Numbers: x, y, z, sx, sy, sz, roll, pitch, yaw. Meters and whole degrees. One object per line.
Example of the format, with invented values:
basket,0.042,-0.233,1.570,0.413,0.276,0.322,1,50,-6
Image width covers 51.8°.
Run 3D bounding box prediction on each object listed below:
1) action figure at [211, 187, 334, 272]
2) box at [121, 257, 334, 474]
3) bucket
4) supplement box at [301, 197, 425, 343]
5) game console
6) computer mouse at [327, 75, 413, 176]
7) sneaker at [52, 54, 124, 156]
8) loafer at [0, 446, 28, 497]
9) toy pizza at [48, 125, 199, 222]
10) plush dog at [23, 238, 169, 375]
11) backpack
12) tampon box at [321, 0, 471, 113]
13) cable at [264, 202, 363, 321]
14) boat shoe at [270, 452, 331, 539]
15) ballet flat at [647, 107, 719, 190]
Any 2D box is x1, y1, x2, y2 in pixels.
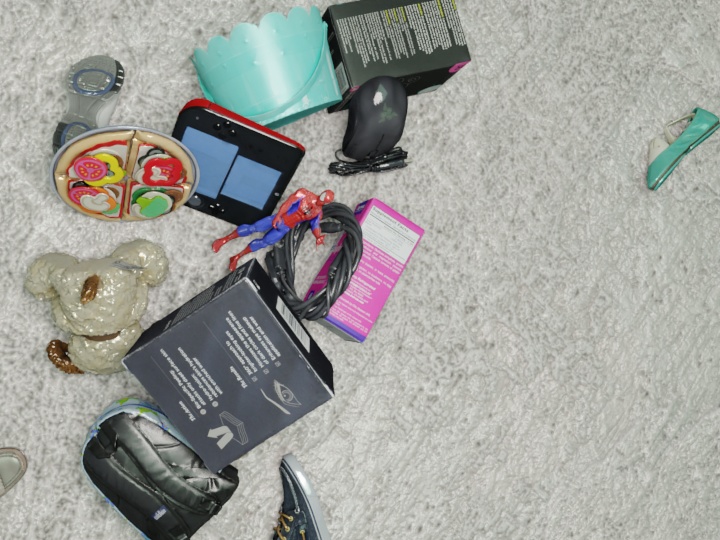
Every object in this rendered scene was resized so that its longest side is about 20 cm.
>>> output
action figure,-0.121,-0.052,1.074,0.199,0.099,0.065,-30,121,14
box,-0.170,0.124,0.992,0.199,0.117,0.197,-33,104,5
bucket,-0.130,-0.281,1.080,0.206,0.207,0.135,-24,99,-16
supplement box,0.000,0.000,1.152,0.103,0.101,0.201,33,79,-13
game console,-0.192,-0.144,1.064,0.176,0.200,0.031,24,49,-13
computer mouse,0.027,-0.204,1.120,0.138,0.200,0.053,-11,59,-14
sneaker,-0.393,-0.221,1.065,0.074,0.087,0.201,17,65,-13
loafer,-0.552,0.305,1.000,0.199,0.063,0.072,-24,95,-16
toy pizza,-0.322,-0.122,1.023,0.199,0.201,0.032,-5,58,-16
plush dog,-0.357,0.067,1.038,0.199,0.161,0.173,-11,117,-14
backpack,-0.295,0.272,1.042,0.200,0.154,0.163,41,94,-23
tampon box,0.042,-0.340,1.152,0.199,0.150,0.127,-16,91,-16
cable,-0.061,-0.011,1.086,0.163,0.200,0.051,-35,132,10
boat shoe,-0.103,0.384,1.120,0.091,0.071,0.201,-21,96,-20
ballet flat,0.570,-0.226,1.352,0.200,0.067,0.070,-42,75,-14
